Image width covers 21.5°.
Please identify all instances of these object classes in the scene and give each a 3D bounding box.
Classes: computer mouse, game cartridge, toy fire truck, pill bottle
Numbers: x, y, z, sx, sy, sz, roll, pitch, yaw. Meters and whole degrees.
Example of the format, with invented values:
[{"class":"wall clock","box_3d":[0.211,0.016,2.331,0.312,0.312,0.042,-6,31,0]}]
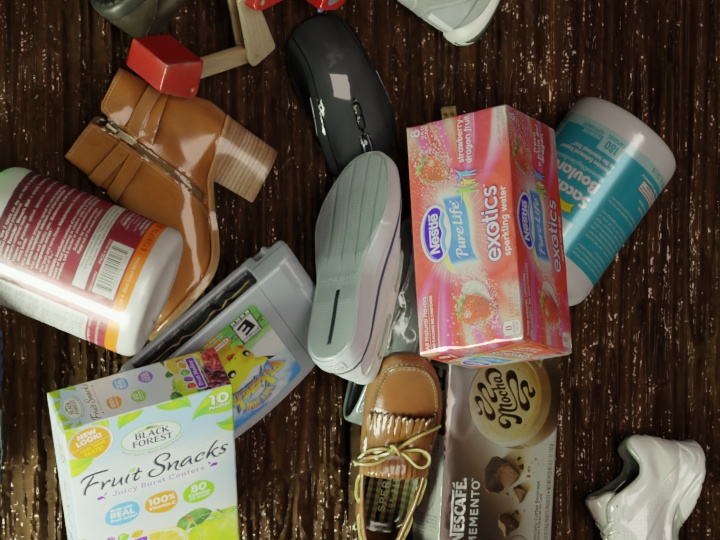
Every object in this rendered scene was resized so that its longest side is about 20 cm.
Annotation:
[{"class":"computer mouse","box_3d":[0.022,-0.134,1.658,0.140,0.046,0.201,-18,100,-16]},{"class":"game cartridge","box_3d":[-0.112,0.079,1.605,0.200,0.040,0.133,-41,141,-6]},{"class":"toy fire truck","box_3d":[-0.090,-0.219,1.581,0.199,0.049,0.142,-9,128,-47]},{"class":"pill bottle","box_3d":[-0.251,-0.017,1.518,0.199,0.110,0.110,22,88,3]},{"class":"pill bottle","box_3d":[0.184,-0.046,1.687,0.111,0.111,0.200,38,82,-18]}]

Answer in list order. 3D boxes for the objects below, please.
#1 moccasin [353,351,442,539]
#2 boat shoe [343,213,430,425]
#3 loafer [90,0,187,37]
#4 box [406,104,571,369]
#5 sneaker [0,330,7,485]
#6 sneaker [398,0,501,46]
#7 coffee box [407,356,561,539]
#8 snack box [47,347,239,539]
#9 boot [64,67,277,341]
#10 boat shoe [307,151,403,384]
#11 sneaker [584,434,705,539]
[{"class":"moccasin","box_3d":[0.027,0.159,1.630,0.073,0.078,0.202,11,122,-7]},{"class":"boat shoe","box_3d":[0.026,0.043,1.662,0.071,0.070,0.202,7,98,-20]},{"class":"loafer","box_3d":[-0.140,-0.268,1.588,0.200,0.073,0.071,-43,137,-11]},{"class":"box","box_3d":[0.107,-0.026,1.595,0.095,0.102,0.201,18,66,-56]},{"class":"sneaker","box_3d":[-0.330,0.104,1.518,0.085,0.077,0.201,2,124,-5]},{"class":"sneaker","box_3d":[0.094,-0.307,1.654,0.115,0.075,0.201,27,87,-17]},{"class":"coffee box","box_3d":[0.110,0.152,1.697,0.112,0.080,0.201,2,94,-20]},{"class":"snack box","box_3d":[-0.175,0.166,1.562,0.141,0.053,0.201,-16,135,-18]},{"class":"boot","box_3d":[-0.179,-0.056,1.586,0.155,0.077,0.201,28,99,-10]},{"class":"boat shoe","box_3d":[0.000,0.000,1.612,0.067,0.073,0.201,40,58,-49]},{"class":"sneaker","box_3d":[0.248,0.245,1.764,0.099,0.078,0.201,17,81,-13]}]
